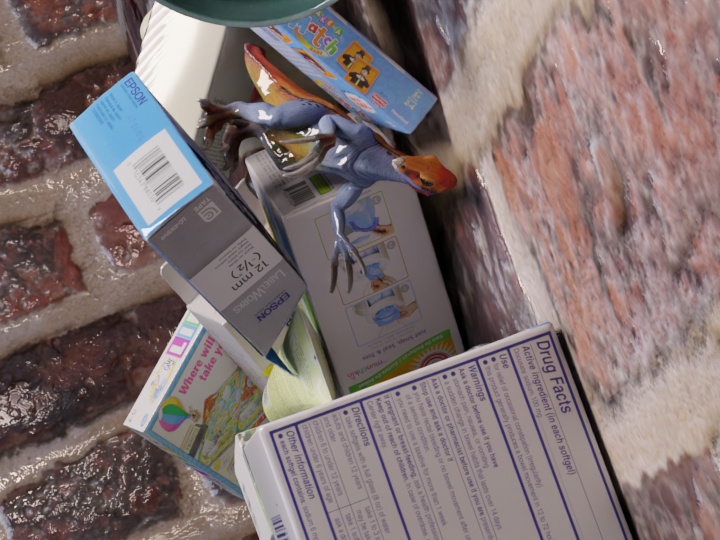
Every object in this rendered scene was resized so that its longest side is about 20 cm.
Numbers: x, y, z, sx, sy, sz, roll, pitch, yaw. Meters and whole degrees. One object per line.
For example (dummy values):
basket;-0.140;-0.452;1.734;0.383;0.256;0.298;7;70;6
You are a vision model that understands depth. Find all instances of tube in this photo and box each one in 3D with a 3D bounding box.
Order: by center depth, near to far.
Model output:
tube;-0.042;0.083;1.409;0.058;0.052;0.200;29;165;2

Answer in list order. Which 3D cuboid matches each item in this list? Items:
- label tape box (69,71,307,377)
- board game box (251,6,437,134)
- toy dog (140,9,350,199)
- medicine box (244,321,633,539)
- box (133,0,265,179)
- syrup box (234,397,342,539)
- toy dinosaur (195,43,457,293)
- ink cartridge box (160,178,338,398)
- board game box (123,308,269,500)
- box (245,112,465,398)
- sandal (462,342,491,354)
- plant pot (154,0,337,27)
label tape box;-0.105;-0.029;1.316;0.200;0.066;0.143;47;-177;-47
board game box;-0.048;-0.173;1.291;0.200;0.037;0.151;40;178;-15
toy dog;-0.074;-0.138;1.523;0.194;0.139;0.200;62;179;-43
medicine box;0.052;0.154;1.153;0.103;0.199;0.183;131;120;-77
box;-0.117;-0.173;1.409;0.082;0.068;0.202;10;-83;-71
syrup box;0.016;0.131;1.314;0.082;0.199;0.079;98;152;-64
toy dinosaur;-0.017;-0.095;1.273;0.105;0.180;0.201;66;-151;-58
ink cartridge box;-0.059;0.034;1.539;0.200;0.115;0.068;51;164;-32
board game box;-0.098;0.077;1.588;0.134;0.201;0.034;38;164;-36
box;0.000;0.000;1.414;0.113;0.101;0.201;-124;13;-58
sandal;0.103;0.147;1.257;0.043;0.076;0.202;-25;-83;-77
plant pot;-0.065;-0.268;1.127;0.135;0.199;0.202;-75;-24;-54
